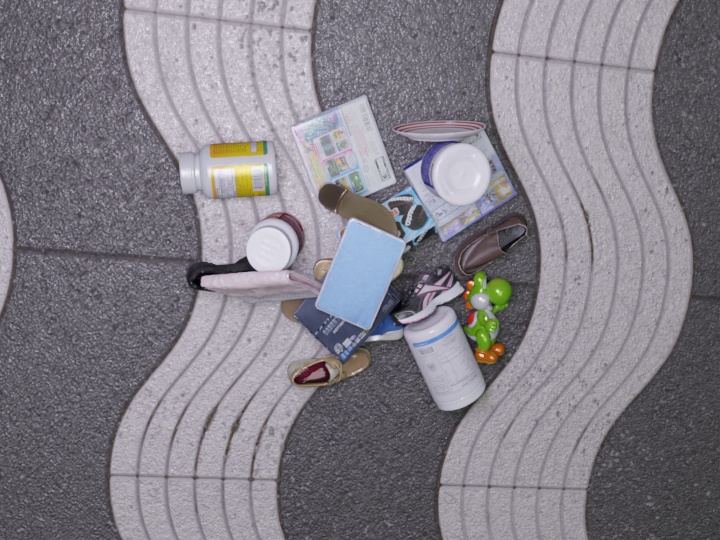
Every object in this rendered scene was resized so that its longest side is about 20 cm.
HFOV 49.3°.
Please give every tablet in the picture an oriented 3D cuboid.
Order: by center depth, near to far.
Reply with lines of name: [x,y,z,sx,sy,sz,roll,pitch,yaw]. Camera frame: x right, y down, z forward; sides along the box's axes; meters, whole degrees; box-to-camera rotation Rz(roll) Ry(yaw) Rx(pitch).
tablet: [0.000,0.008,1.600,0.128,0.014,0.204,22,102,-5]

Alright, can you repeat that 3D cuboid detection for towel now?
towel: [-0.193,0.034,1.592,0.195,0.190,0.033,-5,77,21]

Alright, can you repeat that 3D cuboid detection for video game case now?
video game case: [-0.036,-0.251,1.706,0.179,0.024,0.204,-22,105,-2]
video game case: [0.220,-0.196,1.742,0.197,0.045,0.184,-31,103,0]

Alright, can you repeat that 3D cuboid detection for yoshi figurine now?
yoshi figurine: [0.304,0.102,1.794,0.110,0.112,0.205,-11,102,-21]

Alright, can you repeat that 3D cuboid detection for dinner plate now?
dinner plate: [0.163,-0.290,1.635,0.195,0.200,0.025,-4,107,-7]

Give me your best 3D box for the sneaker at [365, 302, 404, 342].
sneaker: [0.002,0.105,1.759,0.195,0.077,0.114,-7,109,-11]

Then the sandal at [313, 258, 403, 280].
sandal: [0.000,0.006,1.742,0.206,0.070,0.080,-2,103,-8]

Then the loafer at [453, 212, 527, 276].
loafer: [0.294,-0.059,1.768,0.199,0.071,0.073,-39,104,2]

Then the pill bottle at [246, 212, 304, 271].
pill bottle: [-0.177,-0.057,1.630,0.107,0.200,0.113,0,100,2]

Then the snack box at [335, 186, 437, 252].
snack box: [0.056,-0.084,1.713,0.197,0.037,0.117,-32,61,0]

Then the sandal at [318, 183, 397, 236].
sandal: [0.005,-0.114,1.672,0.210,0.070,0.078,33,88,24]

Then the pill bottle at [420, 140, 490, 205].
pill bottle: [0.186,-0.205,1.610,0.116,0.200,0.123,-1,102,-7]

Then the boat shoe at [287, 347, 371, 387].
boat shoe: [-0.068,0.227,1.782,0.195,0.066,0.076,-15,104,-4]

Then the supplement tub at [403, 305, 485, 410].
supplement tub: [0.190,0.197,1.779,0.130,0.132,0.203,-26,105,-1]

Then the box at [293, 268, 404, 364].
box: [-0.027,0.074,1.669,0.158,0.051,0.201,43,111,4]

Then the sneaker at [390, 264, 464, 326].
sneaker: [0.137,0.053,1.758,0.198,0.080,0.088,-29,93,-34]

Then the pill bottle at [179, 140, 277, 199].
pill bottle: [-0.274,-0.208,1.636,0.195,0.113,0.116,-5,103,-7]

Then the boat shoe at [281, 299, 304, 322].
boat shoe: [-0.078,0.069,1.747,0.195,0.065,0.074,-12,101,15]

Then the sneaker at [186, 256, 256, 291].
sneaker: [-0.279,0.017,1.696,0.195,0.091,0.078,-9,103,-7]
